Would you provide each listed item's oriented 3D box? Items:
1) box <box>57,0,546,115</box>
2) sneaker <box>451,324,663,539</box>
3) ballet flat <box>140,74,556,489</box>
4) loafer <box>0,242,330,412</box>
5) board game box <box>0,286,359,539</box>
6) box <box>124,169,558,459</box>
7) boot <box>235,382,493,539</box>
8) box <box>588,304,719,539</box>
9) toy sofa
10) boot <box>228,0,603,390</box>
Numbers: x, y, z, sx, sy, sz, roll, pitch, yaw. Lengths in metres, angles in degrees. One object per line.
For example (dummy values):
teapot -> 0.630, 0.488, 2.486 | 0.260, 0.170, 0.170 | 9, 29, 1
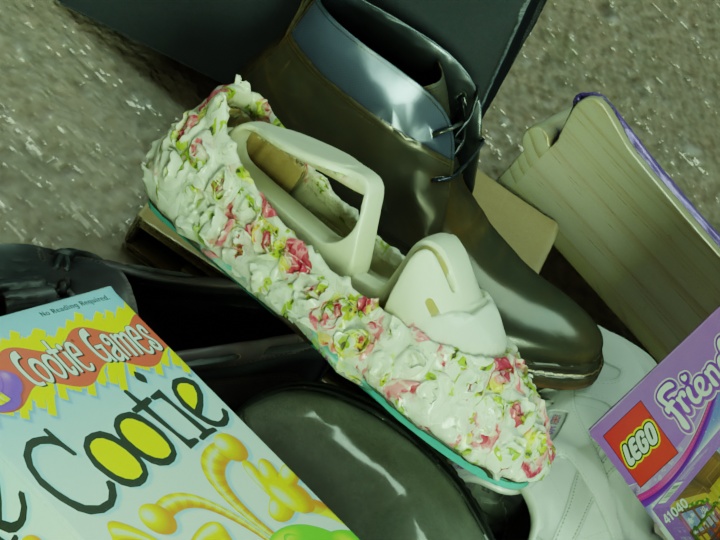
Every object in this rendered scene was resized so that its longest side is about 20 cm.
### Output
box -> -0.007, -0.164, 1.103 | 0.199, 0.124, 0.199 | 26, 31, 3
sneaker -> 0.080, 0.081, 0.991 | 0.099, 0.075, 0.201 | 27, 33, -18
ballet flat -> 0.000, 0.000, 0.879 | 0.200, 0.064, 0.076 | 38, 24, 15
loafer -> -0.090, 0.017, 0.885 | 0.199, 0.063, 0.072 | 10, 44, -42
board game box -> -0.065, 0.115, 0.728 | 0.200, 0.103, 0.105 | 43, 30, 19
box -> 0.000, -0.015, 1.048 | 0.163, 0.021, 0.200 | 34, 31, -1
boot -> 0.018, 0.126, 0.831 | 0.200, 0.068, 0.131 | 47, 13, 3
box -> 0.193, 0.056, 0.897 | 0.039, 0.200, 0.137 | -18, 67, -49
toy sofa -> 0.157, 0.002, 1.151 | 0.200, 0.098, 0.083 | 48, 32, 9
boot -> 0.032, -0.033, 0.983 | 0.199, 0.097, 0.075 | 31, 31, 0
